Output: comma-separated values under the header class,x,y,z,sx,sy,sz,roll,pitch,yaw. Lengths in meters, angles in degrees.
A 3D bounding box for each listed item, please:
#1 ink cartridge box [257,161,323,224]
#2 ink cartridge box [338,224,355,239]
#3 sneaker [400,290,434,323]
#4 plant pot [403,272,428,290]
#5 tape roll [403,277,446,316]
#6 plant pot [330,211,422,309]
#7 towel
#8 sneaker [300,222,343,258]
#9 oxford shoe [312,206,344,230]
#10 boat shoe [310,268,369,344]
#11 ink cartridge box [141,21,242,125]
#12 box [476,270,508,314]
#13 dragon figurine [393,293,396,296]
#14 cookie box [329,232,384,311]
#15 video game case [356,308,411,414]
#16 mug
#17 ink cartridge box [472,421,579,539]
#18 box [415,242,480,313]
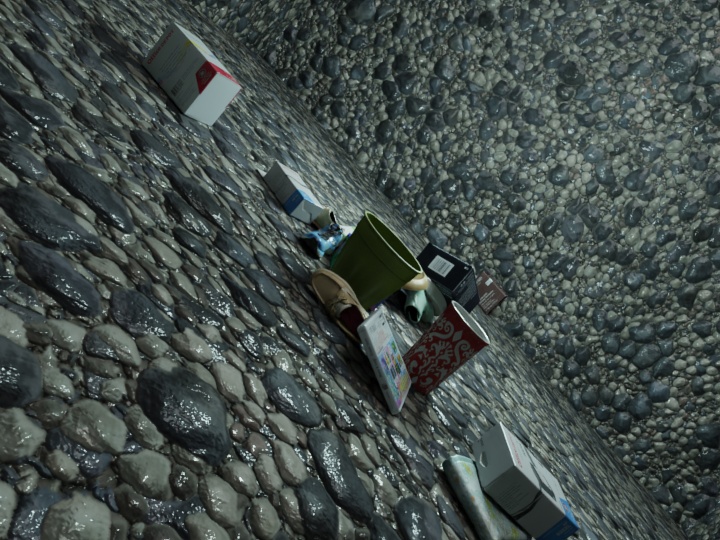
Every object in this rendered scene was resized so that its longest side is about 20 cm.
class,x,y,z,sx,sy,sz,roll,pitch,yaw
ink cartridge box,-0.205,-0.239,1.664,0.201,0.068,0.115,52,14,25
ink cartridge box,-0.017,-0.078,1.838,0.146,0.048,0.199,49,13,10
sneaker,0.185,0.136,1.856,0.202,0.072,0.120,61,36,-44
plant pot,0.126,0.001,1.792,0.195,0.028,0.201,19,22,-8
tape roll,0.209,0.073,1.951,0.202,0.037,0.204,42,-16,15
plant pot,0.017,-0.002,1.395,0.200,0.193,0.201,43,14,-13
towel,0.250,0.453,1.117,0.199,0.048,0.173,32,19,-48
sneaker,-0.096,-0.095,1.539,0.078,0.090,0.200,45,14,2
oxford shoe,-0.116,-0.165,1.719,0.201,0.074,0.070,51,14,19
boat shoe,-0.036,0.079,1.248,0.200,0.074,0.069,47,7,-3
ink cartridge box,-0.455,-0.529,1.548,0.201,0.145,0.144,49,13,10
box,0.767,0.135,3.469,0.201,0.166,0.164,49,14,15
dragon figurine,0.085,0.018,1.853,0.099,0.059,0.201,42,15,-21
cookie box,0.000,0.000,1.597,0.171,0.075,0.201,44,13,-12
video game case,0.054,0.185,1.212,0.200,0.023,0.186,-26,94,-77
mug,0.208,0.199,1.400,0.134,0.200,0.176,52,14,31
ink cartridge box,0.326,0.430,1.147,0.200,0.084,0.146,45,15,-13
box,0.291,0.044,1.952,0.195,0.118,0.202,33,-19,36
